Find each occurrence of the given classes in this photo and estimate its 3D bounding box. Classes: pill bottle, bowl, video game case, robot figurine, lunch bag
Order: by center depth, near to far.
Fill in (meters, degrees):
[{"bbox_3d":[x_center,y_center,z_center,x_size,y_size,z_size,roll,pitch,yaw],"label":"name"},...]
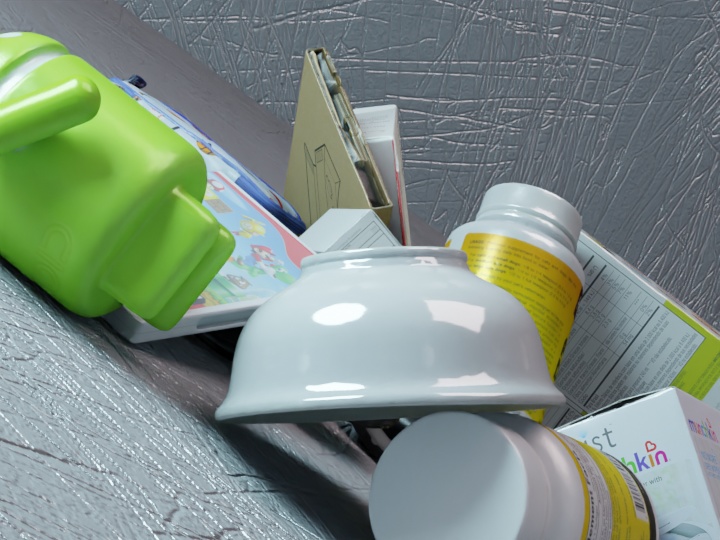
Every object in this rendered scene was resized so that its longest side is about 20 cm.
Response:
[{"bbox_3d":[0.015,0.037,1.265,0.199,0.091,0.201,-3,-6,0],"label":"bowl"},{"bbox_3d":[-0.167,-0.054,1.271,0.200,0.116,0.175,38,-1,14],"label":"robot figurine"},{"bbox_3d":[0.088,0.143,1.281,0.114,0.115,0.200,40,6,29],"label":"pill bottle"},{"bbox_3d":[-0.113,-0.012,1.403,0.143,0.018,0.199,40,28,29],"label":"video game case"},{"bbox_3d":[0.098,0.041,1.636,0.108,0.201,0.109,17,-24,8],"label":"pill bottle"},{"bbox_3d":[-0.142,-0.080,1.869,0.200,0.076,0.160,40,4,15],"label":"lunch bag"}]

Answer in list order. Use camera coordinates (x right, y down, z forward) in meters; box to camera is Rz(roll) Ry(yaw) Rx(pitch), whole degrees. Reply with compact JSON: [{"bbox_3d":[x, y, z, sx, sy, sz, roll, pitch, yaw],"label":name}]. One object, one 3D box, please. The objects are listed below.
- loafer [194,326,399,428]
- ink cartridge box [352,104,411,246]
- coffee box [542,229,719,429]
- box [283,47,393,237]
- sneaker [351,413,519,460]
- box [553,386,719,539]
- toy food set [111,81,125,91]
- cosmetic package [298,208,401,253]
[{"bbox_3d":[-0.057,0.047,1.473,0.199,0.073,0.072,32,-28,8],"label":"loafer"},{"bbox_3d":[0.021,-0.015,1.848,0.044,0.202,0.176,-6,20,3],"label":"ink cartridge box"},{"bbox_3d":[0.180,0.093,1.803,0.197,0.201,0.200,37,5,3],"label":"coffee box"},{"bbox_3d":[-0.020,-0.057,1.838,0.201,0.021,0.164,103,-30,-55],"label":"box"},{"bbox_3d":[0.078,0.125,1.511,0.200,0.083,0.072,40,6,28],"label":"sneaker"},{"bbox_3d":[0.212,0.184,1.458,0.200,0.096,0.178,27,45,-64],"label":"box"},{"bbox_3d":[-0.279,-0.171,1.596,0.199,0.061,0.143,34,14,37],"label":"toy food set"},{"bbox_3d":[0.000,0.000,1.659,0.083,0.051,0.200,51,-6,-6],"label":"cosmetic package"}]
